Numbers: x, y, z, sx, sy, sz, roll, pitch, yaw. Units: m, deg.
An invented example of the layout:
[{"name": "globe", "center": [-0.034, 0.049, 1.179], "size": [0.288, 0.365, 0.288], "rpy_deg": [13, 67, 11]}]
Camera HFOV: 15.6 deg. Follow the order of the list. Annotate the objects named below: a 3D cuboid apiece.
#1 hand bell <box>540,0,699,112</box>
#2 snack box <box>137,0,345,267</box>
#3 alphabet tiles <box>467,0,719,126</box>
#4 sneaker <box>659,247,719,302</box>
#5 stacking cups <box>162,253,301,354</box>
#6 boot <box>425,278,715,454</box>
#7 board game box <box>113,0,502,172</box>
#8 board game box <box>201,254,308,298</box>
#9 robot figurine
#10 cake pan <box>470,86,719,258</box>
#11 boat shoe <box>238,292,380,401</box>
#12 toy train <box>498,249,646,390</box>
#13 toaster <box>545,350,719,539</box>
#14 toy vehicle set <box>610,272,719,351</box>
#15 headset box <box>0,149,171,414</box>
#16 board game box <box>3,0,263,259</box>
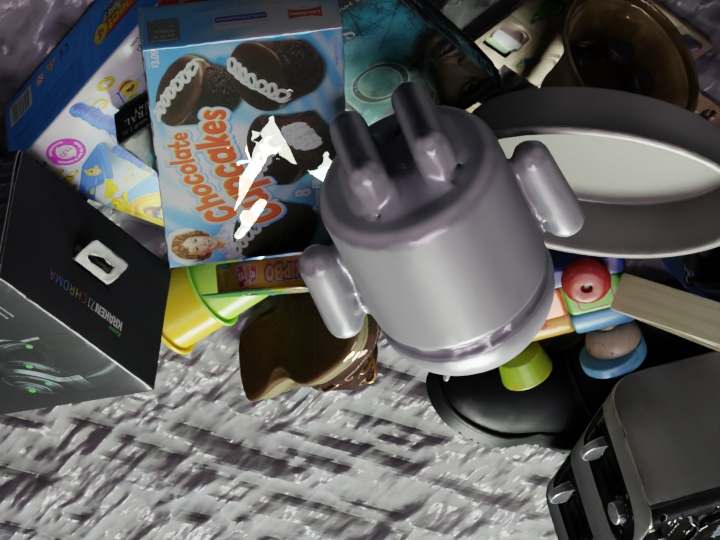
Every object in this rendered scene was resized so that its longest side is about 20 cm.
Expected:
[{"name": "hand bell", "center": [0.119, -0.088, 1.709], "size": [0.104, 0.105, 0.200], "rpy_deg": [14, 147, -28]}, {"name": "snack box", "center": [-0.066, -0.082, 1.565], "size": [0.115, 0.037, 0.201], "rpy_deg": [-7, 142, -3]}, {"name": "alphabet tiles", "center": [0.149, -0.118, 1.736], "size": [0.167, 0.008, 0.200], "rpy_deg": [-36, 136, 27]}, {"name": "sneaker", "center": [0.252, -0.015, 1.772], "size": [0.089, 0.200, 0.079], "rpy_deg": [26, 87, -25]}, {"name": "stacking cups", "center": [-0.052, -0.013, 1.777], "size": [0.199, 0.061, 0.060], "rpy_deg": [-29, 139, 18]}, {"name": "boot", "center": [0.166, 0.066, 1.916], "size": [0.198, 0.074, 0.162], "rpy_deg": [15, 138, -39]}, {"name": "board game box", "center": [-0.031, -0.103, 1.602], "size": [0.199, 0.028, 0.135], "rpy_deg": [-31, 137, 23]}, {"name": "board game box", "center": [0.000, 0.000, 1.672], "size": [0.199, 0.030, 0.095], "rpy_deg": [-8, -179, -44]}, {"name": "robot figurine", "center": [0.048, -0.017, 1.559], "size": [0.169, 0.113, 0.200], "rpy_deg": [-22, 131, 6]}, {"name": "cake pan", "center": [0.147, -0.061, 1.628], "size": [0.199, 0.037, 0.200], "rpy_deg": [8, 160, 3]}, {"name": "boat shoe", "center": [-0.021, 0.050, 1.818], "size": [0.072, 0.073, 0.200], "rpy_deg": [0, 165, -23]}, {"name": "toy train", "center": [0.096, 0.036, 1.829], "size": [0.199, 0.085, 0.116], "rpy_deg": [-15, 125, 12]}, {"name": "toaster", "center": [0.246, 0.146, 1.898], "size": [0.199, 0.119, 0.181], "rpy_deg": [-14, 157, -19]}, {"name": "toy vehicle set", "center": [0.276, 0.050, 1.736], "size": [0.124, 0.200, 0.027], "rpy_deg": [20, 89, -41]}, {"name": "headset box", "center": [-0.241, 0.014, 1.684], "size": [0.199, 0.093, 0.174], "rpy_deg": [-10, 149, 30]}, {"name": "board game box", "center": [-0.088, -0.110, 1.647], "size": [0.195, 0.056, 0.200], "rpy_deg": [20, 132, -33]}]
